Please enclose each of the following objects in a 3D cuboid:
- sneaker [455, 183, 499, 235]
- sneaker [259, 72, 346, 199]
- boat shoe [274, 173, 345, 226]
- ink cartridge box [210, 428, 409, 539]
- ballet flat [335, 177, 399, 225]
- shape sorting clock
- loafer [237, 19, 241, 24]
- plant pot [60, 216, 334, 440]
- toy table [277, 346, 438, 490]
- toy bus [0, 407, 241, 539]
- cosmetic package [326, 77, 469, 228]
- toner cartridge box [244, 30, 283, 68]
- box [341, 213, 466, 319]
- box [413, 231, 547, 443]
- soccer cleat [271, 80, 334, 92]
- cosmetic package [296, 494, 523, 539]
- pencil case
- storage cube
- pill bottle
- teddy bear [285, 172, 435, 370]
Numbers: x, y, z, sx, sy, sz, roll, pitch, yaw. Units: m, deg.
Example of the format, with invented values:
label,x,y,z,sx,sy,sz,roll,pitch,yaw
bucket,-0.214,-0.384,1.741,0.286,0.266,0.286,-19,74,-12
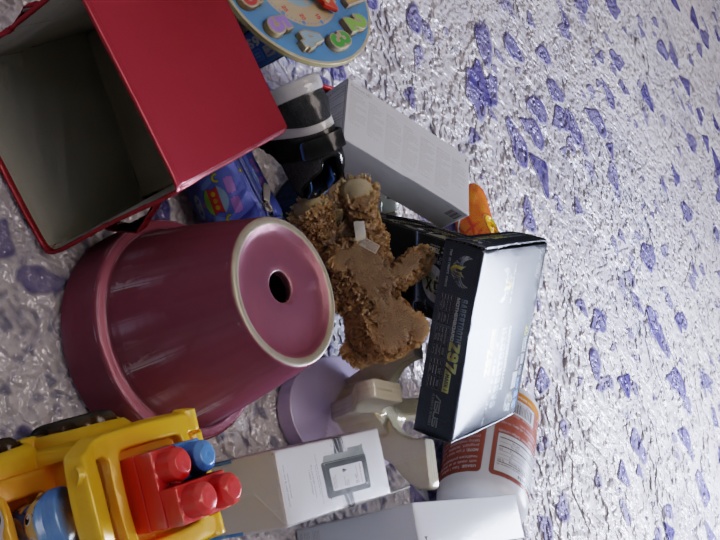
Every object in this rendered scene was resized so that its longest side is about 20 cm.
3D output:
label,x,y,z,sx,sy,sz,roll,pitch,yaw
sneaker,0.181,-0.029,1.470,0.072,0.076,0.203,13,62,-49
sneaker,-0.076,-0.123,1.074,0.072,0.200,0.113,-24,97,-20
boat shoe,-0.064,-0.044,1.148,0.073,0.072,0.201,56,47,-29
ink cartridge box,-0.054,0.198,0.999,0.199,0.115,0.069,0,75,-55
ballet flat,0.028,-0.099,1.287,0.200,0.064,0.071,-49,145,-50
shape sorting clock,-0.070,-0.304,1.125,0.198,0.039,0.202,24,47,-29
loafer,-0.164,-0.317,1.128,0.199,0.069,0.071,3,72,-54
plant pot,-0.128,0.041,0.914,0.199,0.177,0.203,27,55,-45
toy table,0.020,0.148,1.127,0.199,0.116,0.187,-1,75,-55
toy bus,-0.189,0.171,0.760,0.199,0.190,0.138,-8,82,-54
cosmetic package,0.040,-0.129,1.196,0.199,0.050,0.084,28,55,-34
toner cartridge box,-0.057,-0.309,1.253,0.043,0.094,0.200,58,37,-17
box,0.085,-0.002,1.213,0.199,0.162,0.087,4,104,-61
box,0.126,0.064,1.096,0.157,0.050,0.203,-6,108,-57
soccer cleat,-0.025,-0.176,1.253,0.199,0.072,0.069,16,62,-50
cosmetic package,0.054,0.271,1.086,0.199,0.149,0.053,12,65,-52
pencil case,-0.145,-0.117,1.046,0.078,0.086,0.202,-31,100,-51
storage cube,-0.201,-0.144,0.908,0.202,0.169,0.180,63,34,-10
pill bottle,0.151,0.242,1.270,0.112,0.111,0.202,46,42,-31
teddy bear,0.000,0.000,1.069,0.144,0.067,0.201,-36,80,-17
